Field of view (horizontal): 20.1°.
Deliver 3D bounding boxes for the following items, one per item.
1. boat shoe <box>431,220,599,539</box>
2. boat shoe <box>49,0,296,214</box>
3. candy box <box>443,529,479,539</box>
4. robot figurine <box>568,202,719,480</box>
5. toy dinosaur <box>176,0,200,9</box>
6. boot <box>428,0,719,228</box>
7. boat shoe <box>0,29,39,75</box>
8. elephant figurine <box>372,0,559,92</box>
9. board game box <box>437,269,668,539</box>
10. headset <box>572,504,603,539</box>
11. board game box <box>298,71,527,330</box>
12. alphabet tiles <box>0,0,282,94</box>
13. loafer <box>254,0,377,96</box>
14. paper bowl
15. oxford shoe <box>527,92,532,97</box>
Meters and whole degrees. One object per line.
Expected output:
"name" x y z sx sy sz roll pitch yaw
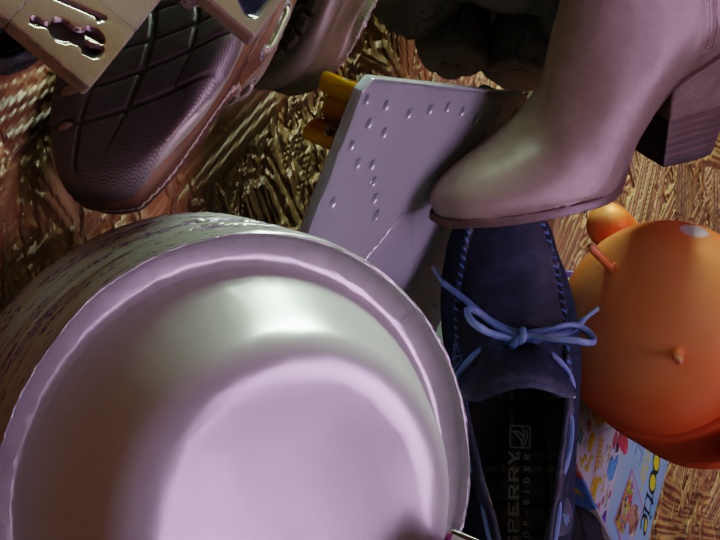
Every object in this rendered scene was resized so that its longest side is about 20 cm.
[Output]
"boat shoe" 0.083 0.058 0.988 0.069 0.084 0.201 107 -25 -80
"boat shoe" -0.063 -0.097 0.836 0.072 0.076 0.200 68 38 -49
"candy box" 0.020 0.209 0.767 0.200 0.061 0.136 -63 166 -14
"robot figurine" 0.174 0.042 1.082 0.200 0.116 0.144 33 64 -61
"toy dinosaur" -0.034 -0.183 0.811 0.088 0.047 0.200 19 52 -26
"boot" 0.115 -0.112 0.984 0.200 0.070 0.147 -20 122 -33
"boat shoe" -0.111 -0.117 0.732 0.201 0.066 0.072 -54 140 -48
"elephant figurine" 0.079 -0.209 1.074 0.141 0.155 0.200 31 56 -32
"board game box" 0.107 0.095 1.208 0.200 0.103 0.105 61 41 -50
"headset" 0.047 0.165 1.084 0.200 0.123 0.094 19 48 -36
"board game box" 0.000 0.000 0.979 0.200 0.026 0.200 -6 120 -65
"alphabet tiles" -0.088 -0.152 0.714 0.167 0.008 0.200 40 48 -10
"loafer" 0.000 -0.155 0.941 0.067 0.076 0.200 44 53 -35
"paper bowl" -0.048 0.082 0.765 0.200 0.104 0.201 -5 101 -28
"oxford shoe" 0.139 -0.092 1.279 0.200 0.071 0.072 -41 130 -58
